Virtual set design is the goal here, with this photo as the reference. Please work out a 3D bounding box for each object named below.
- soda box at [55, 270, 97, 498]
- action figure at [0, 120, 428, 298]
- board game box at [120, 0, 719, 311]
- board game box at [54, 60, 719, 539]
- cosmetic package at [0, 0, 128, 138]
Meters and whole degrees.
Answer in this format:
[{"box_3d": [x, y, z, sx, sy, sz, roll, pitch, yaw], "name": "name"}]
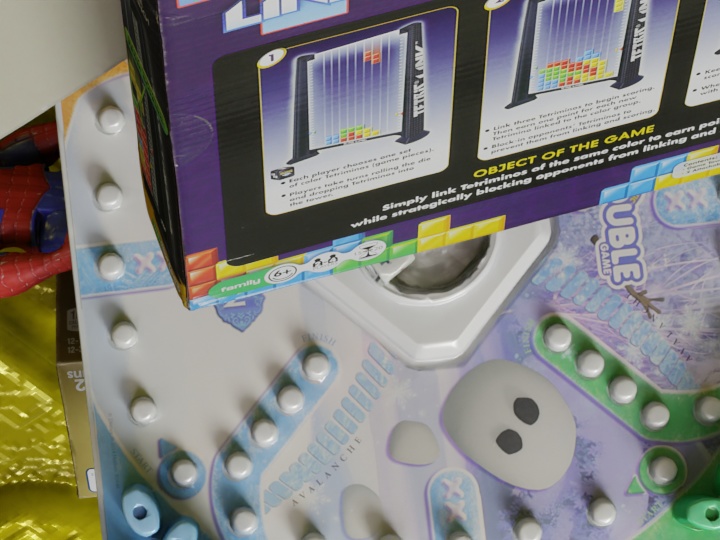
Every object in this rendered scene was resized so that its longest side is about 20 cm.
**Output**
[{"box_3d": [0.007, 0.018, 0.807, 0.199, 0.068, 0.064, -4, 134, -2], "name": "soda box"}, {"box_3d": [-0.078, -0.019, 0.772, 0.199, 0.066, 0.052, -1, 139, 5], "name": "action figure"}, {"box_3d": [0.042, -0.073, 0.619, 0.199, 0.057, 0.166, -14, 152, -9], "name": "board game box"}, {"box_3d": [0.018, -0.012, 0.725, 0.199, 0.201, 0.026, -7, 176, -2], "name": "board game box"}, {"box_3d": [-0.045, -0.134, 0.644, 0.199, 0.104, 0.087, -30, 132, 19], "name": "cosmetic package"}]
